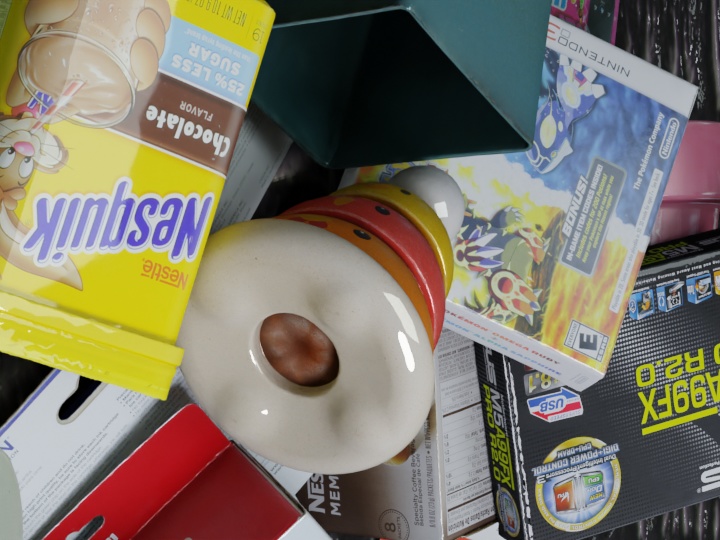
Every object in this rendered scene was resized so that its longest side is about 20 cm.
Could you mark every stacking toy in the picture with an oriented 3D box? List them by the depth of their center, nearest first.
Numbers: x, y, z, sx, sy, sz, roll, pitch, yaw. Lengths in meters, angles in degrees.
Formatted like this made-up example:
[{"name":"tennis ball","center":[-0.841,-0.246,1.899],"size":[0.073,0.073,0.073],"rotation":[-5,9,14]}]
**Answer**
[{"name":"stacking toy","center":[0.000,0.000,1.203],"size":[0.200,0.145,0.147],"rotation":[-52,132,-52]}]

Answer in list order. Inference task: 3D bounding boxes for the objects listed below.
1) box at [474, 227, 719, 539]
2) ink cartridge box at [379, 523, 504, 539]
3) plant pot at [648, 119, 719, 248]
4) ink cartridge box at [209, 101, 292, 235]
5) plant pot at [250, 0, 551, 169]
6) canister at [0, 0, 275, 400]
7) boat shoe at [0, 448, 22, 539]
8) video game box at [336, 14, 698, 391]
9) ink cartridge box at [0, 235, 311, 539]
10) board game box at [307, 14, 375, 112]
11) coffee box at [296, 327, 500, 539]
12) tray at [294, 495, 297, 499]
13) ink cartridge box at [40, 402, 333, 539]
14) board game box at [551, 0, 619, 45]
[{"name":"box","center":[0.172,0.071,1.404],"size":[0.199,0.044,0.161],"rotation":[-13,106,-20]},{"name":"ink cartridge box","center":[0.078,0.162,1.551],"size":[0.162,0.057,0.201],"rotation":[25,68,-52]},{"name":"plant pot","center":[0.154,-0.001,1.499],"size":[0.200,0.199,0.180],"rotation":[0,85,-54]},{"name":"ink cartridge box","center":[-0.119,-0.081,1.234],"size":[0.200,0.057,0.163],"rotation":[57,50,-42]},{"name":"plant pot","center":[0.022,-0.182,1.244],"size":[0.141,0.141,0.201],"rotation":[41,54,-46]},{"name":"canister","center":[-0.131,-0.054,1.086],"size":[0.148,0.086,0.201],"rotation":[20,85,-39]},{"name":"boat shoe","center":[-0.222,0.180,1.115],"size":[0.070,0.071,0.202],"rotation":[9,93,-62]},{"name":"video game box","center":[0.087,-0.057,1.331],"size":[0.181,0.047,0.201],"rotation":[23,69,-8]},{"name":"ink cartridge box","center":[-0.115,0.092,1.227],"size":[0.196,0.043,0.200],"rotation":[-48,133,-11]},{"name":"board game box","center":[-0.014,-0.204,1.341],"size":[0.151,0.046,0.201],"rotation":[-43,126,-43]},{"name":"coffee box","center":[0.021,0.061,1.409],"size":[0.080,0.114,0.201],"rotation":[-16,106,-53]},{"name":"tray","center":[-0.083,0.161,1.330],"size":[0.107,0.022,0.201],"rotation":[-40,127,-20]},{"name":"ink cartridge box","center":[-0.100,0.199,1.206],"size":[0.200,0.084,0.176],"rotation":[-44,133,-6]},{"name":"board game box","center":[0.121,-0.197,1.571],"size":[0.147,0.064,0.201],"rotation":[15,81,-53]}]
